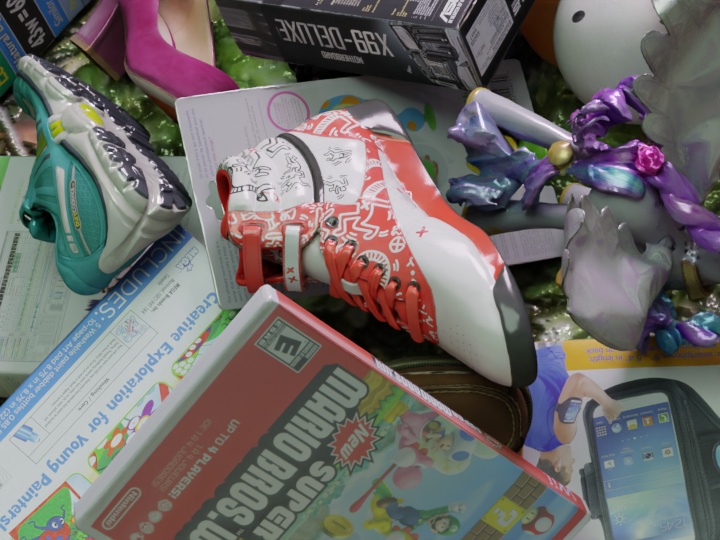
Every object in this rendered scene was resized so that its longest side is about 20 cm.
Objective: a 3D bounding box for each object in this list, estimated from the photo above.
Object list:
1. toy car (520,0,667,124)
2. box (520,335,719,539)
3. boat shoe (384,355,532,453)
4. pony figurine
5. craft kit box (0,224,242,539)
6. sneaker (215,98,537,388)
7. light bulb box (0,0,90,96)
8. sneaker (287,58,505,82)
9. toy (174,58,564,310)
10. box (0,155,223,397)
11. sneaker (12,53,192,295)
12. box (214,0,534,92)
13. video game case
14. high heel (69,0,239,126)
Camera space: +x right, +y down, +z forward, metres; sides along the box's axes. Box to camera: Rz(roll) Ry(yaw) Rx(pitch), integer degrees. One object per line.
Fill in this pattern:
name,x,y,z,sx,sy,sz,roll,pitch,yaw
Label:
toy car,0.165,-0.140,1.118,0.199,0.177,0.185,0,48,30
box,0.136,0.127,1.031,0.118,0.042,0.201,-4,57,14
boat shoe,-0.013,0.093,1.010,0.198,0.073,0.068,-14,12,5
pony figurine,0.133,-0.032,1.013,0.199,0.193,0.167,18,74,45
craft kit box,-0.086,0.109,1.077,0.197,0.049,0.200,38,75,19
sneaker,0.000,0.000,1.022,0.107,0.068,0.202,-20,46,-14
light bulb box,-0.249,-0.226,1.260,0.124,0.199,0.200,31,73,31
sneaker,-0.019,-0.136,1.215,0.199,0.071,0.098,25,67,26
toy,0.004,-0.043,1.132,0.198,0.047,0.116,-10,75,-17
box,-0.158,0.003,1.195,0.198,0.036,0.145,2,60,16
sneaker,-0.160,-0.056,1.152,0.080,0.077,0.200,-51,32,10
box,0.035,-0.194,1.150,0.157,0.050,0.201,11,58,32
video game case,-0.011,0.111,0.974,0.143,0.199,0.017,-49,25,15
high heel,-0.092,-0.134,1.222,0.096,0.067,0.200,-49,34,-4
